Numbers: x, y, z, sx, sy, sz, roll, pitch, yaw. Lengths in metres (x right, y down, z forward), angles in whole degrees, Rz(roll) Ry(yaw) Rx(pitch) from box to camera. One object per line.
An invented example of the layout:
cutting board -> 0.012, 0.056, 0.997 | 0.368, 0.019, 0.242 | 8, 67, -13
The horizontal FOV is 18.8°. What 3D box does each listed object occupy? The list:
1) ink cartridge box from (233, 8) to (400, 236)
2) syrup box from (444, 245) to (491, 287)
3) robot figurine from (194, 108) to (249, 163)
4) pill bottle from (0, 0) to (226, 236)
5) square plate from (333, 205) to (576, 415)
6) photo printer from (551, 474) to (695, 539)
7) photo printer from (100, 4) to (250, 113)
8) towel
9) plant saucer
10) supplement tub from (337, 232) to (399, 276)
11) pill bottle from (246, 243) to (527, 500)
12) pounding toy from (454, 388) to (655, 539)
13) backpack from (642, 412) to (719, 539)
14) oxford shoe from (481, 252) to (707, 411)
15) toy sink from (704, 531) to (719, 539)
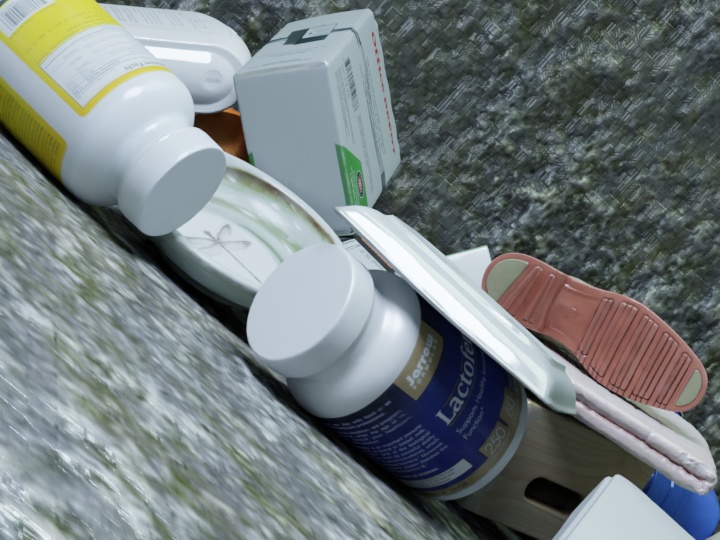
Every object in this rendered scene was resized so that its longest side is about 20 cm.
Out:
ink cartridge box -> -0.032, -0.124, 1.813 | 0.200, 0.083, 0.147 | -57, 139, -68
syrup box -> 0.076, 0.035, 1.920 | 0.200, 0.079, 0.082 | 106, -30, -83
robot figurine -> -0.107, -0.068, 1.908 | 0.117, 0.144, 0.200 | 18, -12, 37
pill bottle -> -0.190, -0.117, 1.547 | 0.200, 0.112, 0.112 | 44, 3, 22
square plate -> 0.077, 0.026, 1.544 | 0.198, 0.028, 0.200 | 42, 3, 12
photo printer -> 0.200, 0.240, 1.406 | 0.200, 0.069, 0.166 | 43, 29, 7
photo printer -> -0.194, -0.181, 1.835 | 0.200, 0.070, 0.166 | 3, 15, -15
towel -> 0.200, 0.109, 1.747 | 0.191, 0.032, 0.200 | 32, 8, 3
plant saucer -> -0.098, -0.021, 1.646 | 0.200, 0.050, 0.200 | 28, 24, -14
supplement tub -> 0.014, 0.049, 1.728 | 0.123, 0.123, 0.200 | 40, 4, -38
pill bottle -> 0.018, 0.070, 1.528 | 0.200, 0.116, 0.116 | 39, 4, -38
pounding toy -> 0.137, 0.168, 1.780 | 0.200, 0.142, 0.184 | 27, 11, -36
backpack -> 0.212, 0.195, 1.946 | 0.168, 0.163, 0.200 | 30, 21, -28
oxford shoe -> 0.194, 0.047, 1.745 | 0.200, 0.071, 0.074 | 34, 5, 17
toy sink -> 0.321, 0.262, 1.724 | 0.112, 0.200, 0.130 | 62, 9, 18
